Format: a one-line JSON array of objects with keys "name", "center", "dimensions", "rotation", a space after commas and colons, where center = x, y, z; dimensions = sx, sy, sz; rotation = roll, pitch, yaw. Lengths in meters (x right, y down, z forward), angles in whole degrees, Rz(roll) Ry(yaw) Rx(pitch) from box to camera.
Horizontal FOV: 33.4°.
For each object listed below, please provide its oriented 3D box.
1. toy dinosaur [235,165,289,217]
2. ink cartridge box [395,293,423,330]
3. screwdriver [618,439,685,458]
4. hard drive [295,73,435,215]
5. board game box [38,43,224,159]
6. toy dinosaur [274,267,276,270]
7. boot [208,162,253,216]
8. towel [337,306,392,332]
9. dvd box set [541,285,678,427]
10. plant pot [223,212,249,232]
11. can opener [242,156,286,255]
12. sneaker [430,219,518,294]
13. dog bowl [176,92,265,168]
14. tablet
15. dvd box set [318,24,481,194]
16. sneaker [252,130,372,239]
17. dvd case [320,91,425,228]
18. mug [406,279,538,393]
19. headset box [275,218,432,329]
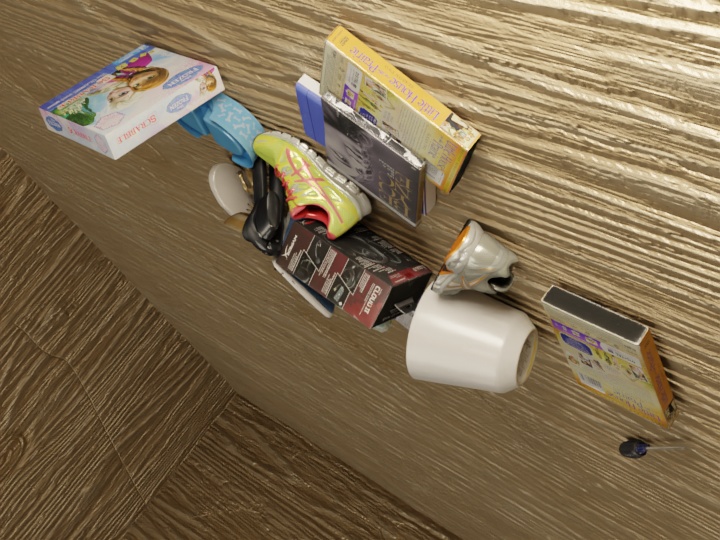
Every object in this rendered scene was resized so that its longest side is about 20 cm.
[{"name": "toy dinosaur", "center": [-0.143, -0.110, 1.941], "dimensions": [0.200, 0.058, 0.101], "rotation": [46, 166, -17]}, {"name": "ink cartridge box", "center": [0.125, 0.096, 1.943], "dimensions": [0.199, 0.042, 0.119], "rotation": [36, 165, 5]}, {"name": "screwdriver", "center": [0.418, 0.252, 1.724], "dimensions": [0.200, 0.028, 0.029], "rotation": [126, 121, -73]}, {"name": "hard drive", "center": [0.008, -0.157, 1.512], "dimensions": [0.199, 0.025, 0.132], "rotation": [35, 164, 16]}, {"name": "board game box", "center": [-0.330, -0.247, 1.722], "dimensions": [0.199, 0.200, 0.041], "rotation": [23, 142, 44]}, {"name": "toy dinosaur", "center": [-0.107, 0.010, 2.213], "dimensions": [0.106, 0.061, 0.200], "rotation": [43, 165, -20]}, {"name": "boot", "center": [-0.211, -0.113, 2.073], "dimensions": [0.090, 0.073, 0.200], "rotation": [12, 151, 48]}, {"name": "towel", "center": [-0.046, 0.024, 1.986], "dimensions": [0.171, 0.048, 0.200], "rotation": [35, 177, -24]}, {"name": "dvd box set", "center": [0.315, 0.110, 1.507], "dimensions": [0.146, 0.029, 0.200], "rotation": [26, 159, 40]}, {"name": "plant pot", "center": [-0.125, -0.062, 1.963], "dimensions": [0.198, 0.028, 0.200], "rotation": [16, -177, -1]}, {"name": "can opener", "center": [-0.133, -0.103, 1.765], "dimensions": [0.063, 0.078, 0.201], "rotation": [33, -146, -29]}, {"name": "sneaker", "center": [0.151, 0.006, 1.559], "dimensions": [0.091, 0.076, 0.200], "rotation": [31, 167, 4]}, {"name": "dog bowl", "center": [-0.220, -0.230, 1.798], "dimensions": [0.199, 0.050, 0.112], "rotation": [34, 164, 27]}, {"name": "tablet", "center": [-0.074, -0.027, 1.848], "dimensions": [0.014, 0.201, 0.130], "rotation": [-33, 115, 27]}, {"name": "dvd box set", "center": [0.040, -0.178, 1.357], "dimensions": [0.199, 0.029, 0.146], "rotation": [38, 165, 7]}, {"name": "sneaker", "center": [-0.084, -0.121, 1.711], "dimensions": [0.199, 0.090, 0.078], "rotation": [37, 166, 12]}, {"name": "dvd case", "center": [0.015, -0.131, 1.475], "dimensions": [0.148, 0.016, 0.200], "rotation": [37, 167, 12]}, {"name": "mug", "center": [0.172, 0.091, 1.685], "dimensions": [0.152, 0.187, 0.151], "rotation": [16, 125, 25]}, {"name": "headset box", "center": [0.000, 0.000, 1.758], "dimensions": [0.199, 0.078, 0.149], "rotation": [35, -157, 17]}]
